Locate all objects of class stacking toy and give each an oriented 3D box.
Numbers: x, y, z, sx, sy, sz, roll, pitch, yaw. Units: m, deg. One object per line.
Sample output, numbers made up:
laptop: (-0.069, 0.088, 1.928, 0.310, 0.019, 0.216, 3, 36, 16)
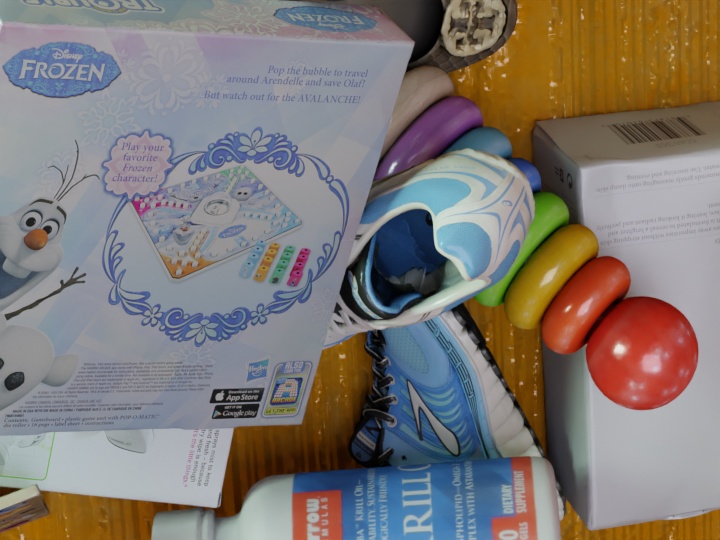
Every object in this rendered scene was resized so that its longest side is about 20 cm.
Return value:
stacking toy: (0.082, -0.009, 1.290, 0.200, 0.085, 0.086, 39, 96, 13)

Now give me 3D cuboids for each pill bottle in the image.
pill bottle: (0.000, 0.153, 1.315, 0.198, 0.112, 0.113, -5, 110, 1)

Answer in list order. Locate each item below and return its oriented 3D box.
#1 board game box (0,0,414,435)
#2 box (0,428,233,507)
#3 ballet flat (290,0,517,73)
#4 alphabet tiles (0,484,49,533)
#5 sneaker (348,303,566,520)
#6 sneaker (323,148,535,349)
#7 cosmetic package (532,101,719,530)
board game box: (-0.093, -0.023, 1.166, 0.199, 0.043, 0.200, 0, 121, -32)
box: (-0.138, -0.001, 1.277, 0.175, 0.097, 0.201, 6, 106, -18)
ballet flat: (-0.016, -0.123, 1.295, 0.198, 0.046, 0.068, 2, 108, -16)
alphabet tiles: (-0.228, 0.136, 1.256, 0.166, 0.200, 0.008, -20, 84, -8)
sneaker: (0.029, 0.066, 1.358, 0.090, 0.078, 0.201, -29, 111, 2)
sneaker: (0.000, 0.000, 1.254, 0.072, 0.200, 0.072, 52, 49, -10)
cosmetic package: (0.154, 0.023, 1.375, 0.112, 0.081, 0.201, -6, 111, -13)
